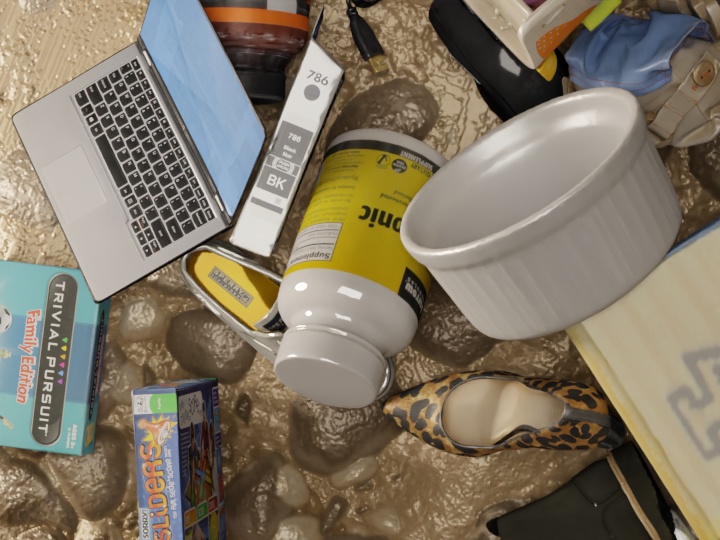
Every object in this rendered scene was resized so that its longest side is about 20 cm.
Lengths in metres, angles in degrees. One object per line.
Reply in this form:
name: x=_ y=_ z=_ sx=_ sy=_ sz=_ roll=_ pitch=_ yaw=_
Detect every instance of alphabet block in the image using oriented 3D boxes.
alphabet block: x=0.284 y=0.069 z=1.561 sx=0.196 sy=0.195 sz=0.200 roll=-33 pitch=87 yaw=5

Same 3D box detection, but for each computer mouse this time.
computer mouse: x=0.075 y=-0.185 z=1.656 sx=0.140 sy=0.046 sz=0.200 roll=-31 pitch=87 yaw=3

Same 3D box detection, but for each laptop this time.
laptop: x=-0.178 y=-0.112 z=1.616 sx=0.200 sy=0.116 sz=0.187 roll=-30 pitch=68 yaw=6

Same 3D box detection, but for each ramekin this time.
ramekin: x=0.138 y=-0.038 z=1.516 sx=0.200 sy=0.200 sz=0.098 roll=-32 pitch=111 yaw=4

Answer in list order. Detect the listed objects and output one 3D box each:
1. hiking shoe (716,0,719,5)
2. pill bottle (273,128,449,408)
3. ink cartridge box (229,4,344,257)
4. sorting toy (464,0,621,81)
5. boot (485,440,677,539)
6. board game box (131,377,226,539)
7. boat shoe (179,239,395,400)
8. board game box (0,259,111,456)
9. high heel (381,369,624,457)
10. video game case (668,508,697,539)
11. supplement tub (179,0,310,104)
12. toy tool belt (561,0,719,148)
hiking shoe: x=0.201 y=-0.251 z=1.641 sx=0.200 sy=0.076 sz=0.101 roll=42 pitch=101 yaw=13
pill bottle: x=0.000 y=0.000 z=1.591 sx=0.111 sy=0.111 sz=0.200 roll=15 pitch=64 yaw=5
ink cartridge box: x=-0.050 y=-0.109 z=1.638 sx=0.039 sy=0.099 sz=0.200 roll=21 pitch=92 yaw=-1
sorting toy: x=0.159 y=-0.255 z=1.558 sx=0.180 sy=0.107 sz=0.200 roll=-39 pitch=47 yaw=2
boot: x=0.187 y=0.242 z=1.593 sx=0.138 sy=0.200 sz=0.077 roll=-28 pitch=130 yaw=8
board game box: x=-0.138 y=0.153 z=1.592 sx=0.034 sy=0.200 sz=0.136 roll=-3 pitch=88 yaw=5
boat shoe: x=-0.061 y=0.040 z=1.652 sx=0.200 sy=0.070 sz=0.071 roll=37 pitch=92 yaw=5
board game box: x=-0.311 y=0.064 z=1.685 sx=0.200 sy=0.047 sz=0.151 roll=7 pitch=90 yaw=5
high heel: x=0.099 y=0.105 z=1.592 sx=0.200 sy=0.143 sz=0.071 roll=4 pitch=81 yaw=17
video game case: x=0.222 y=0.321 z=1.646 sx=0.200 sy=0.023 sz=0.182 roll=-36 pitch=86 yaw=3
supplement tub: x=-0.091 y=-0.235 z=1.642 sx=0.107 sy=0.107 sz=0.200 roll=1 pitch=89 yaw=5
toy tool belt: x=0.233 y=-0.160 z=1.558 sx=0.125 sy=0.200 sz=0.123 roll=-45 pitch=117 yaw=-22
